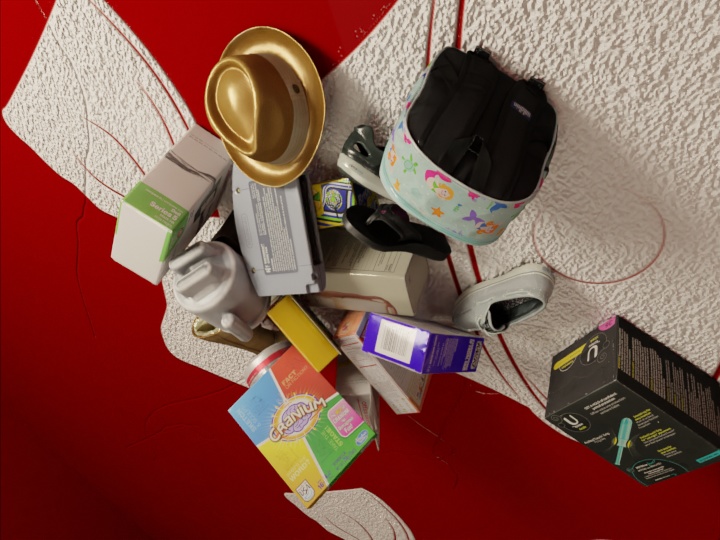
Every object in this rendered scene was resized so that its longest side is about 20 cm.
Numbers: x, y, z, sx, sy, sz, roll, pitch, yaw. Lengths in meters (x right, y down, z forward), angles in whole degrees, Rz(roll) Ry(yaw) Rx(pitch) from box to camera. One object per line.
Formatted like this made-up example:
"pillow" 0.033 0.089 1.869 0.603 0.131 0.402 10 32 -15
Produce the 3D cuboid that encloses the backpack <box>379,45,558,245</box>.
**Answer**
"backpack" 0.113 -0.126 0.591 0.175 0.202 0.151 29 138 -3

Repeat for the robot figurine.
"robot figurine" -0.213 0.030 0.841 0.111 0.172 0.200 -27 150 7

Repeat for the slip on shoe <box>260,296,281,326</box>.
"slip on shoe" -0.195 0.066 1.049 0.060 0.075 0.200 13 142 -33

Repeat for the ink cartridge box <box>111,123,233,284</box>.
"ink cartridge box" -0.283 -0.104 0.824 0.083 0.202 0.146 31 138 -8

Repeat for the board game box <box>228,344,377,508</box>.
"board game box" -0.093 0.245 0.858 0.200 0.153 0.040 42 169 19

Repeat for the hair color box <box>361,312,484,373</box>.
"hair color box" 0.102 0.114 0.832 0.108 0.066 0.198 15 -178 36

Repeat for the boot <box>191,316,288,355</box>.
"boot" -0.188 0.122 1.013 0.173 0.067 0.199 -21 148 25

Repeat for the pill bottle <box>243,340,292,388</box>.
"pill bottle" -0.113 0.235 0.947 0.201 0.110 0.111 51 143 20

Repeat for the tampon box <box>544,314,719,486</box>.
"tampon box" 0.406 0.196 0.800 0.198 0.127 0.150 33 137 -4

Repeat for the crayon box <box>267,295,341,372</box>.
"crayon box" -0.094 0.097 0.897 0.126 0.051 0.200 49 175 -3

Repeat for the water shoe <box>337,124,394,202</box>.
"water shoe" 0.068 -0.125 0.709 0.197 0.072 0.080 22 102 -22

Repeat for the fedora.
"fedora" -0.138 -0.206 0.682 0.197 0.081 0.205 8 107 29

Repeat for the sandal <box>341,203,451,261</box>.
"sandal" 0.057 -0.062 0.732 0.198 0.076 0.048 8 131 -41

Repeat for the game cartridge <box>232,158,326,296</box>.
"game cartridge" -0.123 -0.066 0.778 0.131 0.041 0.205 -3 100 36

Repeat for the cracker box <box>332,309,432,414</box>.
"cracker box" 0.050 0.130 0.921 0.057 0.135 0.201 -16 122 38

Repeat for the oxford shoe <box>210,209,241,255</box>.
"oxford shoe" -0.251 -0.027 0.968 0.072 0.085 0.201 30 139 -5

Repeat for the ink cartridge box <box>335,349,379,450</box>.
"ink cartridge box" -0.004 0.211 0.971 0.066 0.202 0.119 -7 131 7

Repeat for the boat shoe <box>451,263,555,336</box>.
"boat shoe" 0.205 0.058 0.813 0.070 0.072 0.200 38 140 -13

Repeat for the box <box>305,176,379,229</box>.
"box" -0.074 -0.097 0.805 0.197 0.070 0.066 -7 103 32

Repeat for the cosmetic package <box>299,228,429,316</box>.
"cosmetic package" 0.000 0.000 0.847 0.196 0.104 0.088 5 136 26
